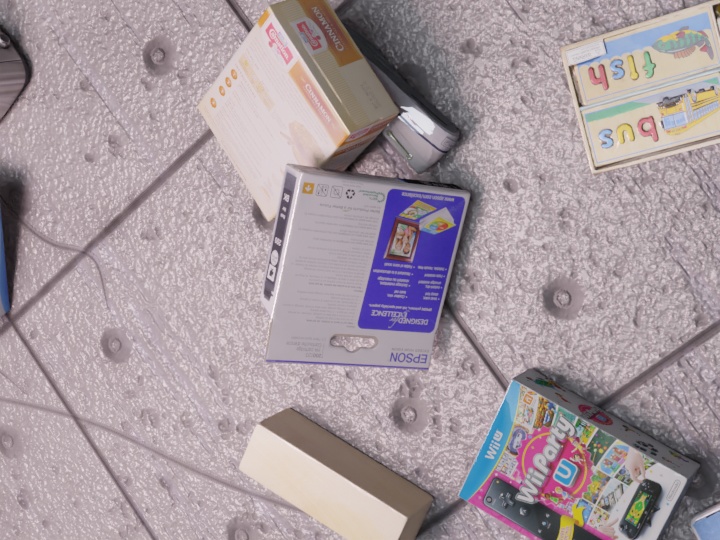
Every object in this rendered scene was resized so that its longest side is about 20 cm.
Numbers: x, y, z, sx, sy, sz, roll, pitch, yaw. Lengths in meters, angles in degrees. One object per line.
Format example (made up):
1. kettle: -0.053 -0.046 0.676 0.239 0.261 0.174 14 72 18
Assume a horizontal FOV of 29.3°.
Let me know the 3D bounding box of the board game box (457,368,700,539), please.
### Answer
1. board game box: 0.220 0.214 1.405 0.200 0.064 0.148 29 110 20

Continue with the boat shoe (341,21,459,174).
1. boat shoe: 0.011 -0.182 1.432 0.200 0.074 0.067 46 109 11

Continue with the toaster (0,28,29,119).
1. toaster: -0.504 -0.211 1.646 0.200 0.129 0.114 -41 80 26

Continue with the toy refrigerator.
1. toy refrigerator: -0.029 0.238 1.522 0.200 0.076 0.070 30 110 18

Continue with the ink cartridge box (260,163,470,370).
1. ink cartridge box: 0.000 0.000 1.414 0.043 0.198 0.200 34 115 59

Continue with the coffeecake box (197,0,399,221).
1. coffeecake box: -0.070 -0.168 1.430 0.154 0.073 0.200 58 144 7

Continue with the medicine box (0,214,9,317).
1. medicine box: -0.540 -0.033 1.678 0.200 0.103 0.182 20 127 22

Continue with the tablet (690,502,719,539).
1. tablet: 0.427 0.305 1.348 0.130 0.014 0.200 -32 85 26

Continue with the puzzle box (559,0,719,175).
1. puzzle box: 0.301 -0.178 1.321 0.200 0.025 0.133 -15 93 27
